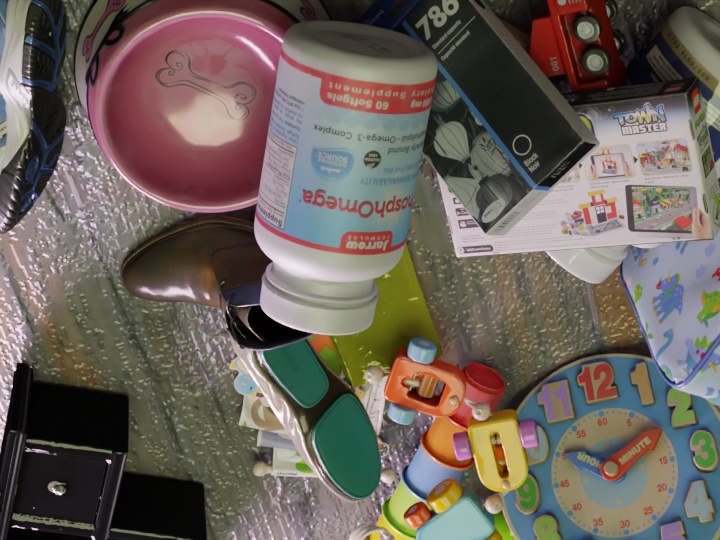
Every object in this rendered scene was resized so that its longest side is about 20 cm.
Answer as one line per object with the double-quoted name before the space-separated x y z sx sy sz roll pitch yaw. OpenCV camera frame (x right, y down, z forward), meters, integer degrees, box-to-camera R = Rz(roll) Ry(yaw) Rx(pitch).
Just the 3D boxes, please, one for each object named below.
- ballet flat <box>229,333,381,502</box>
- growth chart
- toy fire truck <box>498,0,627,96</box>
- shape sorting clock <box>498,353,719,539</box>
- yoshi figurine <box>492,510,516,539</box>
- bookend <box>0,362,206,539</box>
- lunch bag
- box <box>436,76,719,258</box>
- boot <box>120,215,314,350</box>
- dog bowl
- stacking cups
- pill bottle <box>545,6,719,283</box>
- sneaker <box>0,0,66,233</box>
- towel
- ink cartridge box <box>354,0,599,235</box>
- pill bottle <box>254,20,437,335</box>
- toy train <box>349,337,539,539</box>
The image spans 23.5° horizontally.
"ballet flat" -0.044 0.104 1.413 0.067 0.062 0.201 -42 123 -22
"growth chart" -0.038 0.097 1.450 0.144 0.018 0.201 -1 121 -6
"toy fire truck" 0.118 -0.166 1.264 0.140 0.049 0.201 -7 112 29
"shape sorting clock" 0.210 0.167 1.434 0.199 0.201 0.039 -26 156 11
"yoshi figurine" 0.178 0.202 1.513 0.199 0.112 0.113 -24 86 25
"bookend" -0.208 0.197 1.452 0.199 0.092 0.200 10 121 -13
"lunch bag" 0.282 -0.002 1.309 0.082 0.200 0.161 24 117 -21
"box" 0.152 -0.071 1.242 0.199 0.035 0.111 -3 112 28
"boot" -0.100 0.012 1.324 0.199 0.097 0.075 -7 122 16
"dog bowl" -0.110 -0.130 1.261 0.199 0.074 0.201 -3 124 -4
"stacking cups" 0.070 0.170 1.488 0.060 0.061 0.201 19 117 -17
"pill bottle" 0.216 -0.089 1.299 0.111 0.111 0.200 30 115 -23
"sneaker" -0.262 -0.120 1.264 0.077 0.076 0.201 18 122 9
"towel" 0.000 0.000 1.379 0.086 0.018 0.201 -18 118 3
"ink cartridge box" 0.070 -0.131 1.223 0.099 0.200 0.039 -45 160 22
"pill bottle" -0.015 -0.063 1.198 0.108 0.109 0.201 6 110 -10
"toy train" 0.064 0.151 1.422 0.149 0.056 0.201 14 111 1
